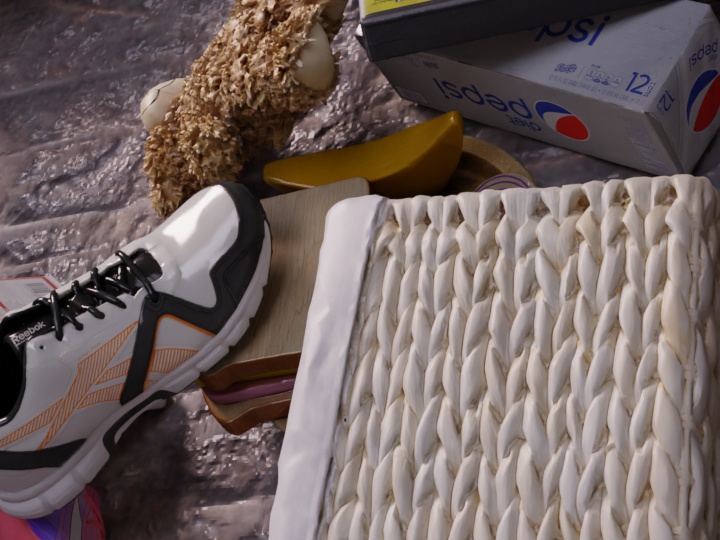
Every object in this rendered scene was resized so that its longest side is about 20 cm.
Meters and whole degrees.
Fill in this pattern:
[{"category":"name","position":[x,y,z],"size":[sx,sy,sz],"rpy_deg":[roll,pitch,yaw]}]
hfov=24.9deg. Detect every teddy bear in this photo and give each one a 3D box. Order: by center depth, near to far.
[{"category":"teddy bear","position":[-0.067,-0.105,0.888],"size":[0.200,0.066,0.146],"rpy_deg":[-17,54,63]}]

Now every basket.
[{"category":"basket","position":[0.079,0.092,0.639],"size":[0.159,0.198,0.202],"rpy_deg":[-7,57,25]}]

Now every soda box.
[{"category":"soda box","position":[0.095,-0.112,0.847],"size":[0.199,0.063,0.069],"rpy_deg":[21,72,41]}]

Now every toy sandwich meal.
[{"category":"toy sandwich meal","position":[0.000,0.000,0.832],"size":[0.203,0.070,0.207],"rpy_deg":[-17,53,24]}]

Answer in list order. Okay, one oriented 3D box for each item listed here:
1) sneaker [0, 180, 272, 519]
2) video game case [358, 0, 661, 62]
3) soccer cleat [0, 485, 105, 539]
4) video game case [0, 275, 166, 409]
[{"category":"sneaker","position":[-0.124,0.031,0.793],"size":[0.200,0.080,0.074],"rpy_deg":[-48,45,-5]},{"category":"video game case","position":[0.094,-0.182,0.849],"size":[0.198,0.026,0.182],"rpy_deg":[-11,36,6]},{"category":"soccer cleat","position":[-0.153,0.151,0.844],"size":[0.200,0.076,0.067],"rpy_deg":[52,131,30]},{"category":"video game case","position":[-0.222,0.045,0.882],"size":[0.143,0.199,0.018],"rpy_deg":[35,118,42]}]
